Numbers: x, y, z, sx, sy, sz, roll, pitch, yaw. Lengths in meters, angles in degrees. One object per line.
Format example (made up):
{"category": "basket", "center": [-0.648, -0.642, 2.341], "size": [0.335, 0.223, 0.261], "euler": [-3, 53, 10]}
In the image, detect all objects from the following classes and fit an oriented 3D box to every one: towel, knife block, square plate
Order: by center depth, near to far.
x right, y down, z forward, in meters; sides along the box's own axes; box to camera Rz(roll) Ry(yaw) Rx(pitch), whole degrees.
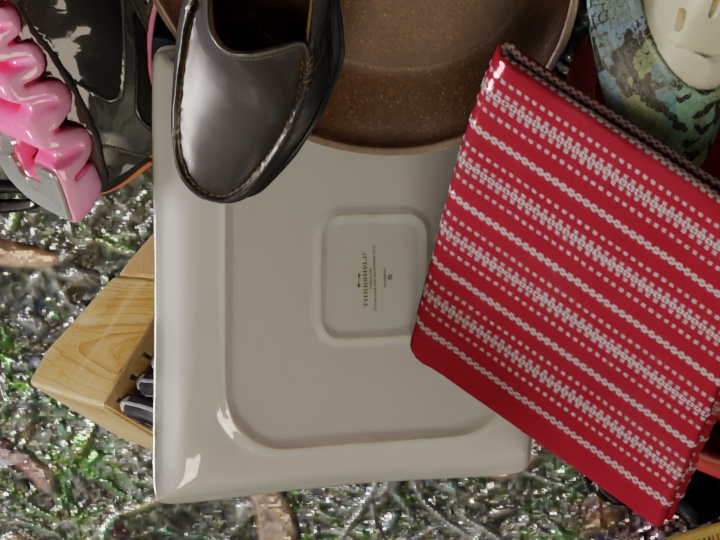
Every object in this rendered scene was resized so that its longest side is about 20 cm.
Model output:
{"category": "towel", "center": [0.094, 0.010, 1.015], "size": [0.144, 0.022, 0.201], "euler": [34, 143, 16]}
{"category": "square plate", "center": [0.000, 0.000, 1.107], "size": [0.197, 0.028, 0.201], "euler": [-2, 95, -28]}
{"category": "knife block", "center": [-0.098, 0.060, 1.191], "size": [0.064, 0.176, 0.200], "euler": [33, 125, -18]}

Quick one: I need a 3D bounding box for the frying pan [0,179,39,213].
{"category": "frying pan", "center": [-0.245, -0.051, 1.191], "size": [0.189, 0.031, 0.115], "euler": [-23, 120, 37]}

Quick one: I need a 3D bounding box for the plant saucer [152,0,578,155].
{"category": "plant saucer", "center": [0.000, -0.143, 1.007], "size": [0.199, 0.037, 0.201], "euler": [12, 125, 17]}

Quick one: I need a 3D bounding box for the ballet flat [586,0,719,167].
{"category": "ballet flat", "center": [0.123, -0.135, 0.956], "size": [0.074, 0.074, 0.201], "euler": [-8, 97, 13]}

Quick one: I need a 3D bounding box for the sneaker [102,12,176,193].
{"category": "sneaker", "center": [-0.144, -0.121, 1.126], "size": [0.112, 0.078, 0.200], "euler": [-24, 133, 19]}

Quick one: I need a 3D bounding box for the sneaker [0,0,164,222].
{"category": "sneaker", "center": [-0.131, -0.125, 1.055], "size": [0.095, 0.079, 0.201], "euler": [-30, 121, -21]}

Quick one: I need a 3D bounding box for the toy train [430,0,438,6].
{"category": "toy train", "center": [0.013, -0.183, 1.044], "size": [0.113, 0.085, 0.201], "euler": [10, 129, 3]}

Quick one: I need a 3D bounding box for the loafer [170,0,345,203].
{"category": "loafer", "center": [-0.043, -0.104, 0.980], "size": [0.072, 0.072, 0.201], "euler": [24, 126, 10]}

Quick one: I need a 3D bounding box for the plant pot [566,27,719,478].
{"category": "plant pot", "center": [0.196, -0.018, 1.086], "size": [0.199, 0.201, 0.183], "euler": [-4, 135, 10]}

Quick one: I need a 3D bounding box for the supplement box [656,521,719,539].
{"category": "supplement box", "center": [0.190, 0.178, 1.232], "size": [0.130, 0.200, 0.104], "euler": [-20, 81, 20]}

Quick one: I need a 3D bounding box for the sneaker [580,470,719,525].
{"category": "sneaker", "center": [0.118, 0.048, 1.198], "size": [0.200, 0.112, 0.077], "euler": [38, 123, -22]}
